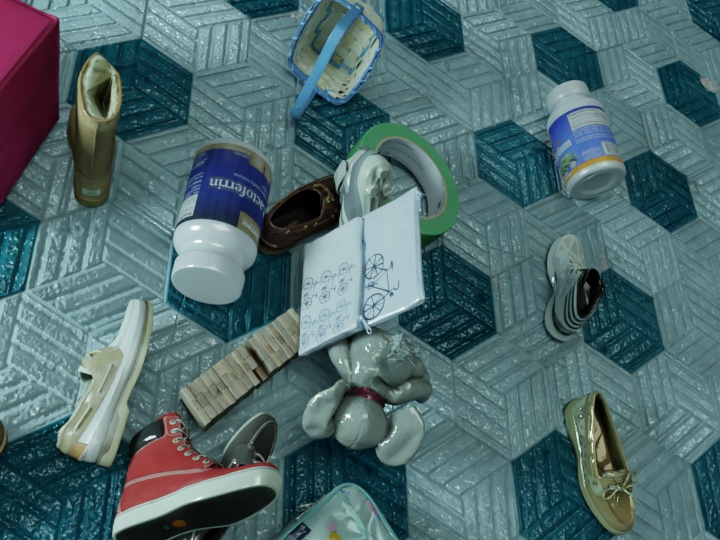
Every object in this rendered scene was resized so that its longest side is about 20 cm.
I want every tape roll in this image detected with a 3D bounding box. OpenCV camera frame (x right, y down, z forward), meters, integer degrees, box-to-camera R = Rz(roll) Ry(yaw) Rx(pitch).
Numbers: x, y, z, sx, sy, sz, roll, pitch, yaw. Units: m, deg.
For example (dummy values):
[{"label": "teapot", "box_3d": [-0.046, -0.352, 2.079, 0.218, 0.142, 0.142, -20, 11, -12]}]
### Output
[{"label": "tape roll", "box_3d": [0.068, -0.136, 1.135, 0.197, 0.048, 0.205, 21, 52, -29]}]

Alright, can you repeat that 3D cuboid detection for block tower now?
[{"label": "block tower", "box_3d": [-0.143, 0.125, 0.924, 0.054, 0.058, 0.199, 49, 54, 7]}]

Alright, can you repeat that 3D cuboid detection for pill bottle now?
[{"label": "pill bottle", "box_3d": [-0.188, -0.066, 0.968, 0.113, 0.116, 0.204, 15, 59, -15]}, {"label": "pill bottle", "box_3d": [0.412, -0.247, 1.336, 0.109, 0.112, 0.205, 0, 63, -23]}]

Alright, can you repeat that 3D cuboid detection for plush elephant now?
[{"label": "plush elephant", "box_3d": [0.009, 0.161, 0.915, 0.162, 0.200, 0.157, 30, 78, -4]}]

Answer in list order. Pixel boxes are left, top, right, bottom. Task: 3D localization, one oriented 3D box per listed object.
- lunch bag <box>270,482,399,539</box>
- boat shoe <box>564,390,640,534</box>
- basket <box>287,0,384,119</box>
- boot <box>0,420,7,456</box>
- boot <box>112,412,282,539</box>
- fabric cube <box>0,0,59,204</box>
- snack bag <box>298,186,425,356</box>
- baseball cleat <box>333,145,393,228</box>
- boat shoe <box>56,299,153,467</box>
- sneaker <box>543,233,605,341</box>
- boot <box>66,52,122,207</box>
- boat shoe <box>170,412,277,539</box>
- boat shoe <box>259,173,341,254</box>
[{"label": "lunch bag", "box_3d": [-0.013, 0.362, 0.841, 0.159, 0.077, 0.202, -31, 79, -33]}, {"label": "boat shoe", "box_3d": [0.361, 0.283, 1.059, 0.072, 0.063, 0.204, -5, 67, -27]}, {"label": "basket", "box_3d": [-0.042, -0.353, 1.150, 0.138, 0.177, 0.201, 36, 44, -6]}, {"label": "boot", "box_3d": [-0.446, 0.224, 0.723, 0.073, 0.076, 0.201, 37, 56, -3]}, {"label": "boot", "box_3d": [-0.178, 0.209, 0.794, 0.195, 0.073, 0.146, -18, 44, 13]}, {"label": "fabric cube", "box_3d": [-0.497, -0.216, 0.859, 0.193, 0.201, 0.203, 25, 56, -8]}, {"label": "snack bag", "box_3d": [0.000, 0.000, 0.924, 0.021, 0.197, 0.192, 39, 38, -39]}, {"label": "baseball cleat", "box_3d": [-0.006, -0.079, 1.045, 0.068, 0.204, 0.106, 3, 27, -36]}, {"label": "boat shoe", "box_3d": [-0.297, 0.121, 0.844, 0.067, 0.075, 0.204, 19, 58, -20]}, {"label": "sneaker", "box_3d": [0.363, 0.008, 1.175, 0.074, 0.116, 0.204, 21, 57, -11]}, {"label": "boot", "box_3d": [-0.339, -0.203, 0.921, 0.065, 0.200, 0.179, -4, 65, -25]}, {"label": "boat shoe", "box_3d": [-0.149, 0.258, 0.834, 0.056, 0.068, 0.201, 14, 52, 37]}, {"label": "boat shoe", "box_3d": [-0.071, -0.093, 1.063, 0.070, 0.071, 0.199, 44, 54, 8]}]
